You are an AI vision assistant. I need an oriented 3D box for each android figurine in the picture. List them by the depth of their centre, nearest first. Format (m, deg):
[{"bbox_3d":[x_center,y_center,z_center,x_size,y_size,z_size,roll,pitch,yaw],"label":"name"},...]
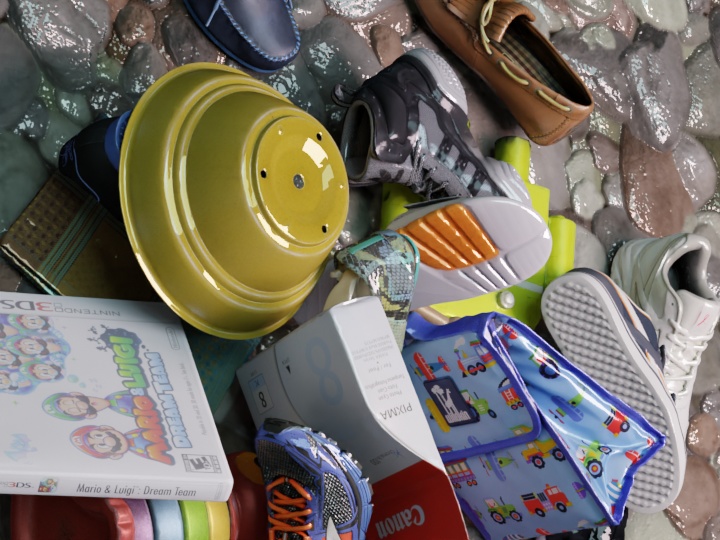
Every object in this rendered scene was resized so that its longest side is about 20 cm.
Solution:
[{"bbox_3d":[0.092,-0.021,1.836,0.181,0.041,0.201,19,64,-27],"label":"android figurine"}]

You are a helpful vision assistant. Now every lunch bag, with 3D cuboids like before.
[{"bbox_3d":[0.103,0.101,1.725,0.200,0.150,0.094,47,56,-18],"label":"lunch bag"}]

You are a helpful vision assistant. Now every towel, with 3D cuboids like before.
[{"bbox_3d":[-0.154,-0.001,1.684,0.200,0.022,0.147,42,56,-12],"label":"towel"}]

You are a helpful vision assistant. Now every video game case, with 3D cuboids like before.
[{"bbox_3d":[-0.193,0.081,1.544,0.181,0.024,0.200,5,34,-21],"label":"video game case"}]

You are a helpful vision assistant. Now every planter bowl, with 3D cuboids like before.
[{"bbox_3d":[-0.068,-0.056,1.614,0.200,0.083,0.202,12,73,-45],"label":"planter bowl"}]

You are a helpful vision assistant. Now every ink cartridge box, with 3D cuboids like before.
[{"bbox_3d":[-0.007,0.135,1.614,0.047,0.160,0.201,-14,80,-32],"label":"ink cartridge box"}]

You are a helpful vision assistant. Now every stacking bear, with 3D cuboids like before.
[{"bbox_3d":[-0.132,0.172,1.592,0.199,0.114,0.121,-3,35,-44],"label":"stacking bear"}]

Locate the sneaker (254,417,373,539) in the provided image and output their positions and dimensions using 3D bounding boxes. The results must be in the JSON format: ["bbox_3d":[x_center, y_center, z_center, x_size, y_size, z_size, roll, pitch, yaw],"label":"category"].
[{"bbox_3d":[-0.034,0.187,1.584,0.078,0.075,0.201,-43,129,-38],"label":"sneaker"}]

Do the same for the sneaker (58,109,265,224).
[{"bbox_3d":[-0.129,-0.053,1.668,0.200,0.078,0.070,35,56,-37],"label":"sneaker"}]

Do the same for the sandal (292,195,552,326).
[{"bbox_3d":[0.041,-0.014,1.713,0.059,0.206,0.079,-80,148,-59],"label":"sandal"}]

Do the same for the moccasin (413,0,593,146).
[{"bbox_3d":[0.113,-0.195,1.871,0.073,0.078,0.202,-29,79,-39],"label":"moccasin"}]

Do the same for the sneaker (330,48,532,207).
[{"bbox_3d":[0.050,-0.069,1.759,0.113,0.075,0.201,-21,77,-36],"label":"sneaker"}]

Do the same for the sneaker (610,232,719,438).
[{"bbox_3d":[0.250,0.058,1.874,0.078,0.099,0.201,12,69,-30],"label":"sneaker"}]

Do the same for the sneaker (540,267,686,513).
[{"bbox_3d":[0.210,0.089,1.822,0.079,0.078,0.201,-26,96,-66],"label":"sneaker"}]

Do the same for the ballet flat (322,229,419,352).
[{"bbox_3d":[-0.004,0.064,1.685,0.074,0.074,0.201,-14,121,-35],"label":"ballet flat"}]

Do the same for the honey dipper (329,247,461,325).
[{"bbox_3d":[0.000,0.000,1.752,0.199,0.038,0.038,30,61,-10],"label":"honey dipper"}]

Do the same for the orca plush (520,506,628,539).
[{"bbox_3d":[0.160,0.234,1.778,0.200,0.071,0.105,-37,96,-35],"label":"orca plush"}]

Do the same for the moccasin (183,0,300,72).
[{"bbox_3d":[-0.109,-0.243,1.759,0.080,0.068,0.200,-41,99,-35],"label":"moccasin"}]
